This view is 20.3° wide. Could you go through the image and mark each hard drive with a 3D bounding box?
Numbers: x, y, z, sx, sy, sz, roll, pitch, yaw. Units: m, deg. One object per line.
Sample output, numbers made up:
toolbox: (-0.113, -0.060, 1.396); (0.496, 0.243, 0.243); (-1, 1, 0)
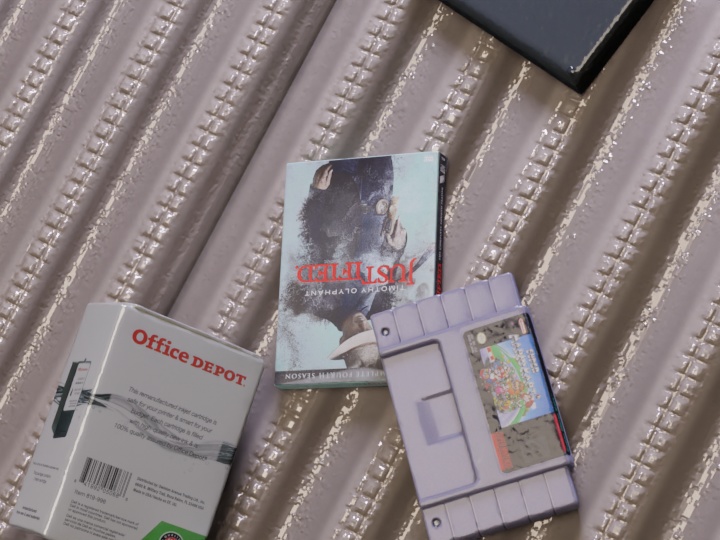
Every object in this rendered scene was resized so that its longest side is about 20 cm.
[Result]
hard drive: (0.153, -0.259, 1.731); (0.200, 0.033, 0.140); (37, 89, 27)

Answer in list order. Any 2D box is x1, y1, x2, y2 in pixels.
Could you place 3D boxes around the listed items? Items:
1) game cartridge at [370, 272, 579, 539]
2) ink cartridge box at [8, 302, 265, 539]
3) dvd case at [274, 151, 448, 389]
game cartridge: (0.093, 0.111, 1.625); (0.129, 0.038, 0.201); (-19, 71, 11)
ink cartridge box: (-0.183, 0.141, 1.667); (0.083, 0.146, 0.201); (2, 70, 59)
dvd case: (0.000, 0.000, 1.716); (0.145, 0.022, 0.201); (-3, 74, 21)
